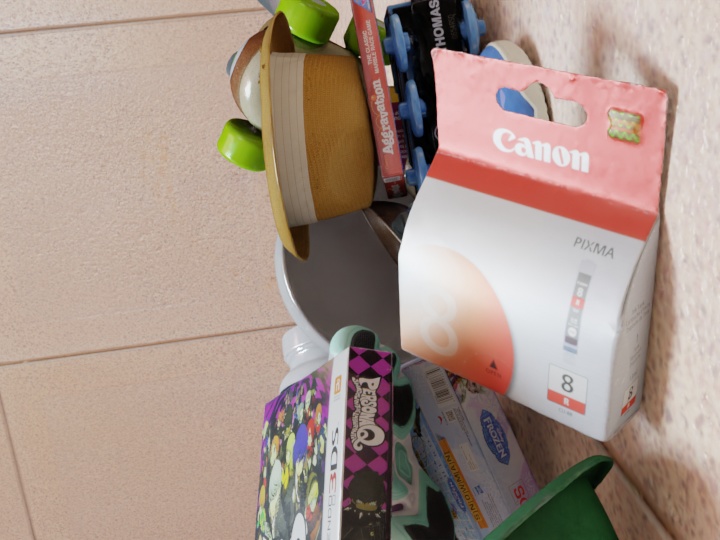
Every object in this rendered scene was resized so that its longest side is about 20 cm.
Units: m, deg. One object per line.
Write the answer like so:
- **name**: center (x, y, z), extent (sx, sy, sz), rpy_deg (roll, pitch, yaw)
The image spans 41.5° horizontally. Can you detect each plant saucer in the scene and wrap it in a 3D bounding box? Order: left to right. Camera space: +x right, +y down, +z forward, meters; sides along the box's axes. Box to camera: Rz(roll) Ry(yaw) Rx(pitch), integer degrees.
- **plant saucer**: center (0.072, 0.014, 0.815), extent (0.201, 0.032, 0.200), rpy_deg (53, 178, 2)

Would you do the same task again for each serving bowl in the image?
- **serving bowl**: center (0.000, 0.000, 0.928), extent (0.066, 0.199, 0.201), rpy_deg (-27, 69, 56)

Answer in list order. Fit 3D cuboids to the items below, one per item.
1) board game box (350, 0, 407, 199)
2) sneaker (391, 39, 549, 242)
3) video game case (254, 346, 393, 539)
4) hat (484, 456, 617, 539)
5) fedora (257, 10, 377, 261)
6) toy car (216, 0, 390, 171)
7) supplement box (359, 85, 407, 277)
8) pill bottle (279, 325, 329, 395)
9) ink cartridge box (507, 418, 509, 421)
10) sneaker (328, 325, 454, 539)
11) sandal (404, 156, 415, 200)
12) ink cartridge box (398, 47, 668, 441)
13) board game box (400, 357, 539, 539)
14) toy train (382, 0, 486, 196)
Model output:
- **board game box**: center (0.011, -0.165, 0.768), extent (0.103, 0.019, 0.201), rpy_deg (57, -157, -83)
- **sneaker**: center (0.076, -0.062, 0.685), extent (0.077, 0.110, 0.201), rpy_deg (-167, 70, -82)
- **video game case**: center (-0.031, 0.162, 0.643), extent (0.200, 0.036, 0.182), rpy_deg (140, 136, -63)
- **hat**: center (0.144, 0.226, 0.540), extent (0.176, 0.166, 0.200), rpy_deg (47, -169, 24)
- **fedora**: center (-0.030, -0.109, 0.769), extent (0.201, 0.081, 0.202), rpy_deg (-4, -90, -86)
- **toy car**: center (-0.081, -0.210, 0.944), extent (0.200, 0.157, 0.165), rpy_deg (50, 121, 41)
- **supplement box**: center (0.026, -0.092, 1.049), extent (0.131, 0.103, 0.201), rpy_deg (167, 95, -82)
- **pill bottle**: center (-0.022, 0.156, 0.967), extent (0.116, 0.115, 0.201), rpy_deg (100, 162, -65)
- **ink cartridge box**: center (0.088, 0.207, 0.946), extent (0.200, 0.083, 0.177), rpy_deg (-133, 35, -77)
- **sneaker**: center (-0.017, 0.148, 0.763), extent (0.139, 0.078, 0.201), rpy_deg (-14, 94, 41)
- **sandal**: center (0.064, -0.104, 0.927), extent (0.080, 0.057, 0.202), rpy_deg (98, 163, -63)
- **ink cartridge box**: center (0.093, -0.016, 0.559), extent (0.162, 0.050, 0.201), rpy_deg (22, 130, 39)
- **board game box**: center (0.059, 0.177, 0.795), extent (0.199, 0.041, 0.201), rpy_deg (-29, 83, 51)
- **toy train**: center (0.069, -0.137, 0.791), extent (0.114, 0.086, 0.201), rpy_deg (-95, -5, -85)
